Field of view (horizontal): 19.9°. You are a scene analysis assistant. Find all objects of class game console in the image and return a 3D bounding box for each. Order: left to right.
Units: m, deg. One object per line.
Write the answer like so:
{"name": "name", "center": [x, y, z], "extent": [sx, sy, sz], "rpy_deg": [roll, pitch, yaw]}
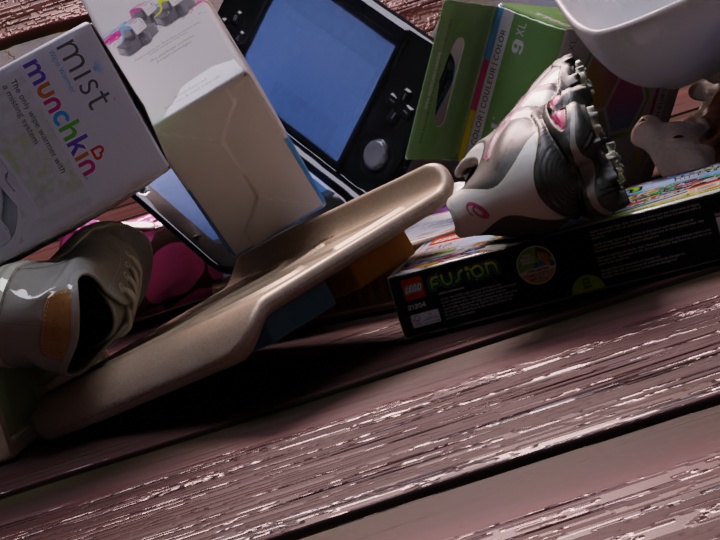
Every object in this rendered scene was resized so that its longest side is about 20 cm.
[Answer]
{"name": "game console", "center": [-0.068, -0.112, 1.303], "extent": [0.200, 0.171, 0.118], "rpy_deg": [39, 19, 35]}

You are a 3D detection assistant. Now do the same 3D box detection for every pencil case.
{"name": "pencil case", "center": [-0.111, -0.026, 1.457], "extent": [0.199, 0.094, 0.091], "rpy_deg": [-22, 44, -26]}

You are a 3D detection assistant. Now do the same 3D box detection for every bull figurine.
{"name": "bull figurine", "center": [0.254, -0.098, 1.216], "extent": [0.199, 0.065, 0.122], "rpy_deg": [-9, 41, 1]}

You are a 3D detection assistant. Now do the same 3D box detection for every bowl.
{"name": "bowl", "center": [0.214, -0.187, 1.220], "extent": [0.199, 0.075, 0.200], "rpy_deg": [-27, 28, 9]}

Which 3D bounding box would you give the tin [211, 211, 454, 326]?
{"name": "tin", "center": [0.000, 0.000, 1.240], "extent": [0.199, 0.042, 0.112], "rpy_deg": [-12, 4, 32]}

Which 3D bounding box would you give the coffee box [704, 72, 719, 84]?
{"name": "coffee box", "center": [0.257, -0.183, 1.361], "extent": [0.079, 0.201, 0.113], "rpy_deg": [-12, 8, 10]}

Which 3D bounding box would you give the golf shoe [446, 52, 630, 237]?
{"name": "golf shoe", "center": [0.091, -0.063, 1.084], "extent": [0.088, 0.078, 0.200], "rpy_deg": [-23, 5, 11]}

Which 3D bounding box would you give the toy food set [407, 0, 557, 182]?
{"name": "toy food set", "center": [0.077, -0.132, 1.452], "extent": [0.143, 0.061, 0.200], "rpy_deg": [3, -46, -31]}

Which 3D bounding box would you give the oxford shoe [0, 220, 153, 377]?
{"name": "oxford shoe", "center": [-0.145, 0.017, 1.112], "extent": [0.057, 0.076, 0.200], "rpy_deg": [7, 9, 12]}

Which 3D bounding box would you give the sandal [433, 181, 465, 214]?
{"name": "sandal", "center": [0.080, -0.048, 1.351], "extent": [0.082, 0.050, 0.203], "rpy_deg": [-20, 9, -16]}

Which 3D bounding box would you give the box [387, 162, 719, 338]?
{"name": "box", "center": [0.121, -0.015, 1.077], "extent": [0.199, 0.035, 0.110], "rpy_deg": [-15, 7, 14]}

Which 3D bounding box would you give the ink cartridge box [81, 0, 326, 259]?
{"name": "ink cartridge box", "center": [-0.102, -0.115, 1.220], "extent": [0.068, 0.115, 0.200], "rpy_deg": [-30, 43, 0]}

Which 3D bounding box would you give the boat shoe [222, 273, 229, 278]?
{"name": "boat shoe", "center": [-0.049, -0.065, 1.402], "extent": [0.090, 0.201, 0.071], "rpy_deg": [3, -33, -11]}

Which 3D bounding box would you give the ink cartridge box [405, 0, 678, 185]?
{"name": "ink cartridge box", "center": [0.122, -0.110, 1.298], "extent": [0.059, 0.104, 0.199], "rpy_deg": [27, 19, 37]}

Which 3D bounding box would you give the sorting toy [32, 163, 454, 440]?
{"name": "sorting toy", "center": [-0.058, 0.021, 1.092], "extent": [0.185, 0.037, 0.200], "rpy_deg": [-24, 10, 42]}

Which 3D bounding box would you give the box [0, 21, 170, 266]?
{"name": "box", "center": [-0.214, -0.048, 1.152], "extent": [0.176, 0.097, 0.200], "rpy_deg": [-30, 4, -14]}

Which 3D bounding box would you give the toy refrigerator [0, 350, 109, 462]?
{"name": "toy refrigerator", "center": [-0.200, 0.051, 1.150], "extent": [0.070, 0.076, 0.200], "rpy_deg": [-15, 7, 11]}
